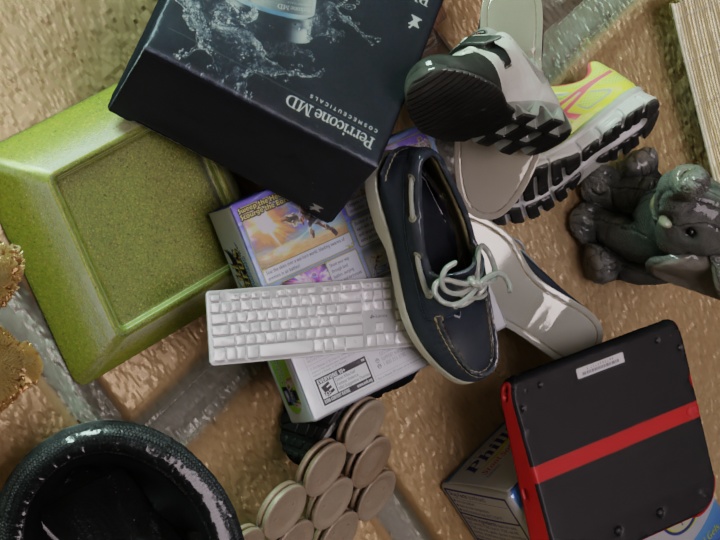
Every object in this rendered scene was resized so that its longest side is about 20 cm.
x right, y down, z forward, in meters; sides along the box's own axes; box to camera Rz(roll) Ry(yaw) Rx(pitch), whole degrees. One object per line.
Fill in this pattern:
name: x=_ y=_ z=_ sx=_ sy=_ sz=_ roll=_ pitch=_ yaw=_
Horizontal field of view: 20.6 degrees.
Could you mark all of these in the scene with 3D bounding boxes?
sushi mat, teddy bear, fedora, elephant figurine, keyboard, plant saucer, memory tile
sushi mat: x=0.349 y=-0.171 z=1.875 sx=0.095 sy=0.012 sz=0.201 roll=-24 pitch=105 yaw=-30
teddy bear: x=-0.317 y=0.017 z=1.450 sx=0.200 sy=0.067 sz=0.145 roll=45 pitch=59 yaw=-20
fedora: x=-0.182 y=0.207 z=1.509 sx=0.200 sy=0.092 sz=0.202 roll=0 pitch=93 yaw=-5
elephant figurine: x=0.291 y=-0.038 z=1.760 sx=0.155 sy=0.200 sz=0.142 roll=-18 pitch=101 yaw=-32
keyboard: x=-0.028 y=0.037 z=1.537 sx=0.199 sy=0.011 sz=0.057 roll=-4 pitch=86 yaw=-29
plant saucer: x=-0.170 y=-0.041 z=1.546 sx=0.199 sy=0.048 sz=0.201 roll=-31 pitch=108 yaw=-29
memory tile: x=-0.043 y=0.204 z=1.614 sx=0.200 sy=0.017 sz=0.154 roll=-45 pitch=148 yaw=-25

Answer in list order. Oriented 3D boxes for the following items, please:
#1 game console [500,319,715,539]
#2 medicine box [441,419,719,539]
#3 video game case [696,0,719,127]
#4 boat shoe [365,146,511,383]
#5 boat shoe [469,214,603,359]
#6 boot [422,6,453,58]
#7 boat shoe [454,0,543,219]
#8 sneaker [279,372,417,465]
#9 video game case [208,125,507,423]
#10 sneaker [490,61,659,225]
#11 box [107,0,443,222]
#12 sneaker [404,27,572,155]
game console: x=0.215 y=0.151 z=1.702 sx=0.199 sy=0.031 sz=0.178 roll=-18 pitch=96 yaw=-32
medicine box: x=0.204 y=0.210 z=1.772 sx=0.182 sy=0.103 sz=0.200 roll=-43 pitch=114 yaw=-25
video game case: x=0.392 y=-0.248 z=1.924 sx=0.199 sy=0.025 sz=0.181 roll=-17 pitch=101 yaw=-33
boat shoe: x=0.068 y=-0.004 z=1.543 sx=0.075 sy=0.062 sz=0.201 roll=-27 pitch=105 yaw=-37
boat shoe: x=0.128 y=0.010 z=1.735 sx=0.200 sy=0.062 sz=0.075 roll=32 pitch=91 yaw=-21
boot: x=0.009 y=-0.126 z=1.656 sx=0.200 sy=0.064 sz=0.187 roll=-40 pitch=112 yaw=-23
boat shoe: x=0.118 y=-0.138 z=1.643 sx=0.072 sy=0.063 sz=0.201 roll=7 pitch=84 yaw=1
sneaker: x=0.011 y=0.085 z=1.659 sx=0.088 sy=0.076 sz=0.200 roll=39 pitch=72 yaw=-35
video game case: x=0.000 y=0.000 z=1.589 sx=0.200 sy=0.045 sz=0.182 roll=-24 pitch=97 yaw=-29
sneaker: x=0.162 y=-0.115 z=1.757 sx=0.200 sy=0.090 sz=0.078 roll=-31 pitch=152 yaw=-13
box: x=-0.058 y=-0.178 z=1.518 sx=0.196 sy=0.117 sz=0.201 roll=26 pitch=63 yaw=-11
sneaker: x=0.087 y=-0.149 z=1.529 sx=0.200 sy=0.074 sz=0.089 roll=14 pitch=54 yaw=-58
